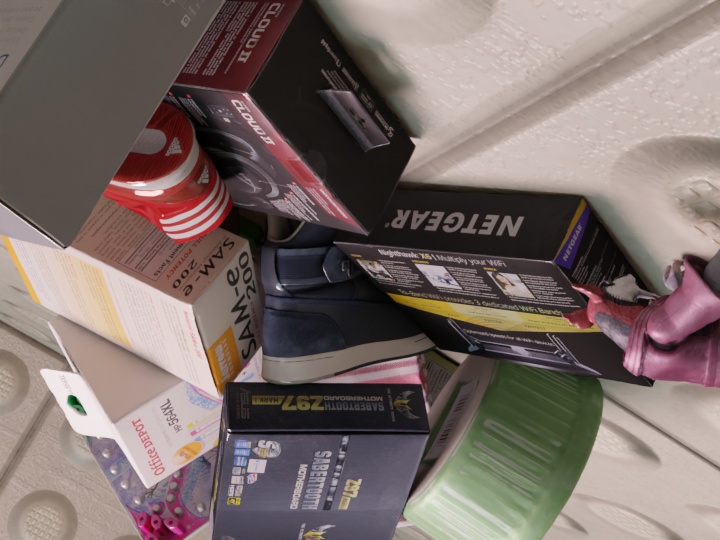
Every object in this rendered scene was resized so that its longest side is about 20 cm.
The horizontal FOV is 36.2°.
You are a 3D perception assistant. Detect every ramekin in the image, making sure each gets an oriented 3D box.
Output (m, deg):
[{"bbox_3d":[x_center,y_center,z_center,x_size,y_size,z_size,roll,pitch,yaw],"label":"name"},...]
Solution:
[{"bbox_3d":[0.114,0.154,0.960,0.098,0.200,0.200,31,163,-4],"label":"ramekin"}]

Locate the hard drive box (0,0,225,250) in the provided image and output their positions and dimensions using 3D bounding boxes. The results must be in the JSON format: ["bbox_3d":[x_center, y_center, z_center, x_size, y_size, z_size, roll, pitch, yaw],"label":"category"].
[{"bbox_3d":[-0.174,-0.121,0.605,0.156,0.200,0.077,10,156,43],"label":"hard drive box"}]

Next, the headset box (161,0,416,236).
[{"bbox_3d":[-0.072,-0.103,0.710,0.200,0.077,0.149,12,157,39],"label":"headset box"}]

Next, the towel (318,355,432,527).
[{"bbox_3d":[0.000,0.150,1.061,0.146,0.201,0.030,-11,171,2],"label":"towel"}]

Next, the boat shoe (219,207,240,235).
[{"bbox_3d":[-0.165,-0.086,0.874,0.064,0.071,0.200,-2,130,39],"label":"boat shoe"}]

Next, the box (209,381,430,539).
[{"bbox_3d":[-0.040,0.168,0.903,0.157,0.051,0.200,2,138,-12],"label":"box"}]

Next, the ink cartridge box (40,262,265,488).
[{"bbox_3d":[-0.164,0.081,0.963,0.125,0.200,0.129,48,161,31],"label":"ink cartridge box"}]

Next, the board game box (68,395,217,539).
[{"bbox_3d":[-0.158,0.132,1.034,0.200,0.200,0.026,49,168,31],"label":"board game box"}]

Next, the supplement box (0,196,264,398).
[{"bbox_3d":[-0.178,0.001,0.864,0.200,0.074,0.126,24,148,21],"label":"supplement box"}]

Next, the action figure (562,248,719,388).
[{"bbox_3d":[0.212,0.048,0.619,0.199,0.149,0.134,7,163,17],"label":"action figure"}]

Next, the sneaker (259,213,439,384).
[{"bbox_3d":[0.001,0.000,0.887,0.077,0.147,0.202,1,-171,43],"label":"sneaker"}]

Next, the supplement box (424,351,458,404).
[{"bbox_3d":[0.016,0.154,1.213,0.199,0.135,0.200,32,163,-14],"label":"supplement box"}]

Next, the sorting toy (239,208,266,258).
[{"bbox_3d":[-0.165,-0.069,1.018,0.185,0.037,0.200,14,158,39],"label":"sorting toy"}]

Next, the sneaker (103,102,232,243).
[{"bbox_3d":[-0.172,-0.064,0.722,0.200,0.078,0.116,21,160,29],"label":"sneaker"}]

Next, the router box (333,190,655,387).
[{"bbox_3d":[0.101,0.010,0.793,0.200,0.052,0.157,7,151,44],"label":"router box"}]
